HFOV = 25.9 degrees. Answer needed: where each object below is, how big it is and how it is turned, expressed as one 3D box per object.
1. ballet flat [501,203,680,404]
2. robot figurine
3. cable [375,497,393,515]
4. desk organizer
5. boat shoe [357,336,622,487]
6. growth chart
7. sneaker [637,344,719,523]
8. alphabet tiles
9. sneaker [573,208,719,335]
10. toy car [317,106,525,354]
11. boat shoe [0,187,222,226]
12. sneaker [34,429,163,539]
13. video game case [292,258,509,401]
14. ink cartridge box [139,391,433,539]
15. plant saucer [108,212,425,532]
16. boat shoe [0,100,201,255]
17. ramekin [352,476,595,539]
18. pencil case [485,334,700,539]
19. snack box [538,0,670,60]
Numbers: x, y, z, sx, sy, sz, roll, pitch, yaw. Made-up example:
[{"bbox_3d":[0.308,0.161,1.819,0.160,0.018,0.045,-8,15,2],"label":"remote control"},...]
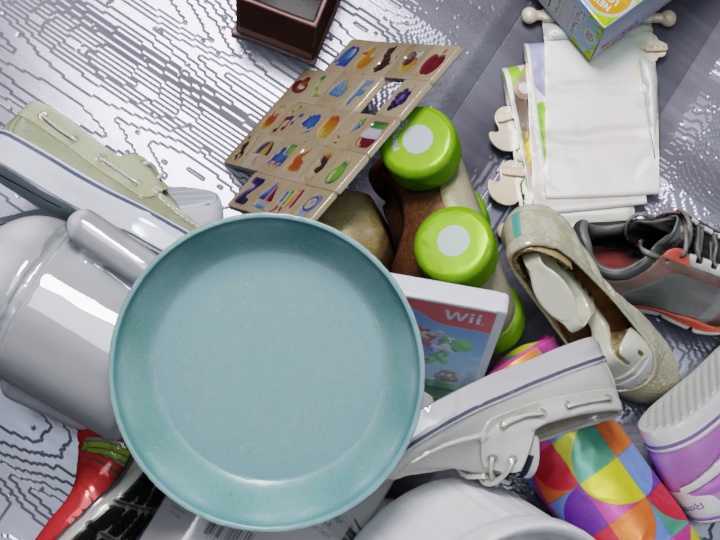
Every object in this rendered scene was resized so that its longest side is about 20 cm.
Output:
[{"bbox_3d":[0.163,0.039,1.135,0.067,0.063,0.200,-33,112,25],"label":"ballet flat"},{"bbox_3d":[-0.190,0.038,1.059,0.199,0.113,0.170,30,120,-1],"label":"robot figurine"},{"bbox_3d":[-0.059,0.180,1.130,0.198,0.050,0.098,-14,87,-8],"label":"cable"},{"bbox_3d":[-0.031,-0.272,1.210,0.071,0.077,0.201,21,78,0],"label":"desk organizer"},{"bbox_3d":[0.093,0.109,1.050,0.199,0.071,0.070,-19,75,-30],"label":"boat shoe"},{"bbox_3d":[0.172,-0.117,1.224,0.143,0.018,0.202,6,78,-2],"label":"growth chart"},{"bbox_3d":[0.303,0.111,1.172,0.200,0.073,0.115,-34,104,-16],"label":"sneaker"},{"bbox_3d":[-0.029,-0.103,1.127,0.008,0.200,0.167,45,78,-25],"label":"alphabet tiles"},{"bbox_3d":[0.244,-0.005,1.164,0.198,0.082,0.078,0,56,-4],"label":"sneaker"},{"bbox_3d":[0.000,0.000,1.119,0.199,0.164,0.159,-21,66,6],"label":"toy car"},{"bbox_3d":[-0.198,-0.016,1.154,0.198,0.072,0.063,-10,110,-6],"label":"boat shoe"},{"bbox_3d":[-0.179,0.132,1.132,0.085,0.077,0.200,30,72,20],"label":"sneaker"},{"bbox_3d":[0.015,0.065,1.089,0.142,0.201,0.018,10,54,-2],"label":"video game case"},{"bbox_3d":[-0.051,0.142,1.067,0.116,0.068,0.201,36,80,-24],"label":"ink cartridge box"},{"bbox_3d":[-0.058,0.063,0.989,0.198,0.036,0.202,0,96,1],"label":"plant saucer"},{"bbox_3d":[-0.166,-0.053,1.076,0.199,0.072,0.062,30,74,6],"label":"boat shoe"},{"bbox_3d":[0.069,0.239,1.061,0.199,0.098,0.202,-13,117,-28],"label":"ramekin"},{"bbox_3d":[0.160,0.147,1.138,0.088,0.088,0.201,-32,82,-9],"label":"pencil case"},{"bbox_3d":[0.184,-0.295,1.228,0.168,0.068,0.200,-36,77,-11],"label":"snack box"}]
